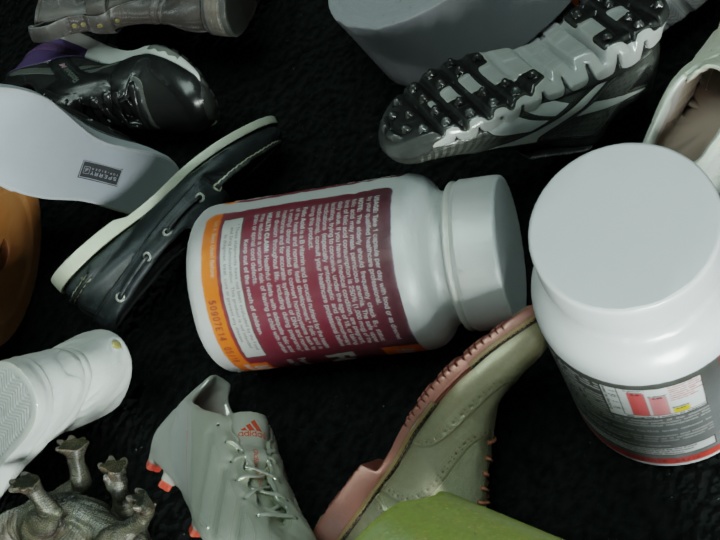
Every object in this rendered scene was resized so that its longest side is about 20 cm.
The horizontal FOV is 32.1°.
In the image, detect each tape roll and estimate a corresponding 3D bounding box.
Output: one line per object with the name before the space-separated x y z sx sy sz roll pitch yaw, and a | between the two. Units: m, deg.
tape roll | 0.074 -0.227 0.889 0.200 0.066 0.200 -28 39 25

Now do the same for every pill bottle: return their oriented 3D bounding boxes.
pill bottle | 0.000 0.000 0.809 0.200 0.114 0.114 -8 61 18
pill bottle | 0.157 0.023 0.684 0.116 0.200 0.116 -9 61 16

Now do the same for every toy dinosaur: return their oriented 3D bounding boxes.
toy dinosaur | -0.169 0.173 0.807 0.200 0.102 0.077 8 29 11

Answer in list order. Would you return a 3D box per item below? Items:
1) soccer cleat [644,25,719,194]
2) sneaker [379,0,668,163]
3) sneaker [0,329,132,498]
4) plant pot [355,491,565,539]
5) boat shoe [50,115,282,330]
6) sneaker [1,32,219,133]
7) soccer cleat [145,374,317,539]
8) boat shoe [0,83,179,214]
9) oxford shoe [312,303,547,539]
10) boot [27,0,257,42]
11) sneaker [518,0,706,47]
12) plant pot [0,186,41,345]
soccer cleat | 0.240 -0.123 0.796 0.069 0.078 0.200 24 72 31
sneaker | 0.109 -0.101 0.796 0.200 0.091 0.066 -26 44 -10
sneaker | -0.232 0.113 0.866 0.200 0.116 0.074 -40 80 34
plant pot | 0.080 0.210 0.636 0.184 0.200 0.200 25 74 41
boat shoe | -0.125 -0.031 0.905 0.199 0.075 0.066 -39 85 -12
sneaker | -0.198 -0.126 0.968 0.200 0.076 0.088 17 52 37
soccer cleat | -0.072 0.130 0.766 0.078 0.069 0.200 -59 38 3
boat shoe | -0.216 -0.085 0.896 0.057 0.200 0.069 30 95 40
oxford shoe | 0.058 0.108 0.749 0.074 0.071 0.200 41 104 13
boot | -0.160 -0.248 0.998 0.174 0.069 0.200 3 44 17
sneaker | 0.160 -0.187 0.882 0.200 0.078 0.112 -38 38 9
plant pot | -0.322 -0.019 0.910 0.140 0.200 0.200 7 65 5
